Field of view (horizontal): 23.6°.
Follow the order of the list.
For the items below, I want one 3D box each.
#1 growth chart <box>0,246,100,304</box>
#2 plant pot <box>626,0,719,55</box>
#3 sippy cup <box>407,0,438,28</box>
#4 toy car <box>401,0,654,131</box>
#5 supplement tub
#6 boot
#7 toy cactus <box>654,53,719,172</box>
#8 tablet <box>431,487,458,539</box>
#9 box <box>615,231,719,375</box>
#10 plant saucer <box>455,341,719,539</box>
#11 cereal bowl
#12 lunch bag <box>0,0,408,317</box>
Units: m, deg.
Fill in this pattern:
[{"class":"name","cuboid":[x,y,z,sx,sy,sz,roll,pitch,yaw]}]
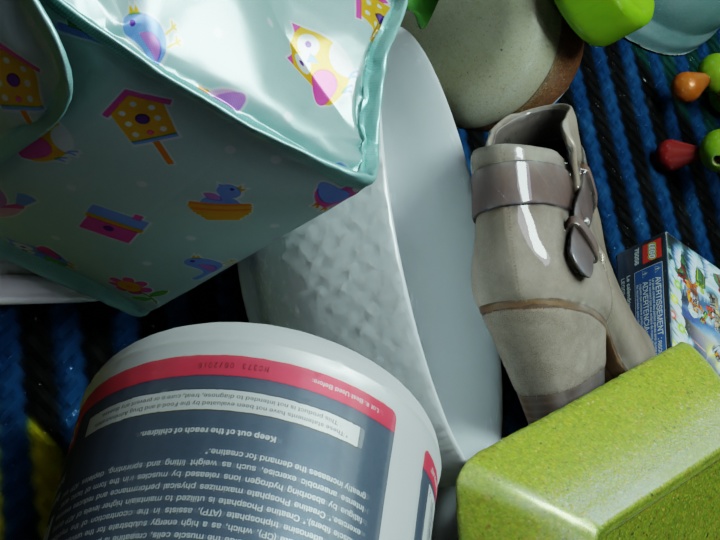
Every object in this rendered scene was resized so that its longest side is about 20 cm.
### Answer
[{"class":"growth chart","cuboid":[-0.159,-0.072,0.715,0.145,0.018,0.200,10,60,-41]},{"class":"plant pot","cuboid":[0.213,-0.259,1.108,0.200,0.134,0.200,24,51,-33]},{"class":"sippy cup","cuboid":[-0.053,-0.162,0.780,0.178,0.140,0.130,60,14,6]},{"class":"toy car","cuboid":[0.089,-0.140,0.907,0.200,0.164,0.158,7,61,-55]},{"class":"supplement tub","cuboid":[-0.050,0.132,0.605,0.140,0.140,0.200,33,47,-27]},{"class":"boot","cuboid":[0.098,-0.006,0.828,0.200,0.070,0.146,-40,121,-73]},{"class":"toy cactus","cuboid":[0.289,-0.105,1.079,0.200,0.165,0.102,-23,104,-44]},{"class":"tablet","cuboid":[0.083,0.145,0.826,0.200,0.014,0.130,2,65,-45]},{"class":"box","cuboid":[0.223,0.082,0.975,0.200,0.040,0.137,30,49,-34]},{"class":"plant saucer","cuboid":[0.123,0.153,0.767,0.200,0.048,0.200,-20,111,-49]},{"class":"cereal bowl","cuboid":[0.000,0.000,0.751,0.200,0.083,0.200,-12,90,-77]},{"class":"lunch bag","cuboid":[-0.111,-0.080,0.624,0.200,0.170,0.122,26,57,-30]}]
